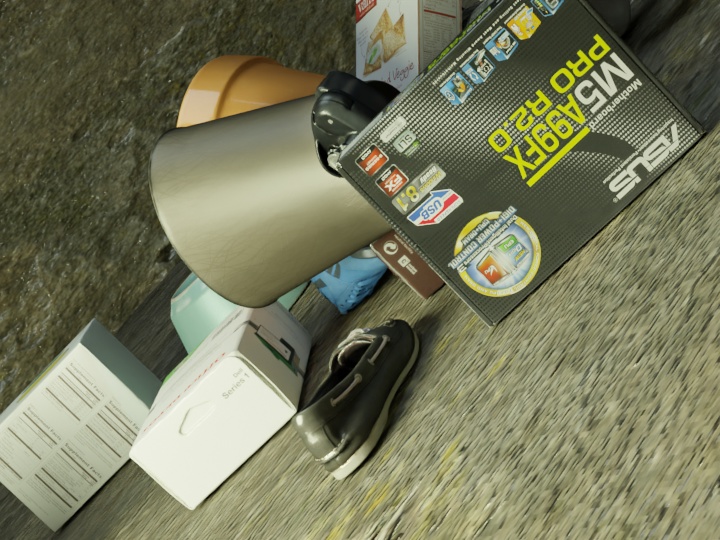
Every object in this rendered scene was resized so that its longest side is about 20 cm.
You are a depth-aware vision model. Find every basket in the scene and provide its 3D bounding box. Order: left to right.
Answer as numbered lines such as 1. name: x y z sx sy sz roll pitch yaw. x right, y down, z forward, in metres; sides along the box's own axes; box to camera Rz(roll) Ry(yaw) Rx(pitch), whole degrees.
1. basket: -0.047 -0.070 1.138 0.199 0.181 0.137 -18 32 38

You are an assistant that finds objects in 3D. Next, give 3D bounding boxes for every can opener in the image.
1. can opener: 0.046 -0.071 1.014 0.079 0.199 0.063 -58 10 -23

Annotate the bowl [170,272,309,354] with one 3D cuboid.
1. bowl: -0.161 0.032 1.724 0.201 0.105 0.201 -43 10 10

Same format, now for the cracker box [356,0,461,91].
1. cracker box: 0.048 -0.212 1.409 0.134 0.057 0.202 -26 60 59

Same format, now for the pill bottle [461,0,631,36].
1. pill bottle: 0.165 -0.230 1.382 0.200 0.116 0.117 -37 13 43

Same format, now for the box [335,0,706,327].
1. box: 0.106 -0.086 0.939 0.200 0.160 0.044 -42 9 14

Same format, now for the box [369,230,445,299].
1. box: 0.103 -0.078 1.171 0.200 0.075 0.100 -45 10 18

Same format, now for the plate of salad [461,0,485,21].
1. plate of salad: 0.130 -0.246 1.525 0.198 0.048 0.201 -23 -25 -11

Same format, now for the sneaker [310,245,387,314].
1. sneaker: 0.000 0.000 1.328 0.065 0.079 0.200 -17 4 -19

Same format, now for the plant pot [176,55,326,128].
1. plant pot: -0.067 -0.108 1.327 0.139 0.202 0.201 2 37 28

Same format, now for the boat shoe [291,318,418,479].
1. boat shoe: -0.003 0.077 1.033 0.067 0.057 0.200 -41 11 26

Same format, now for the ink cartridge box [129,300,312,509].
1. ink cartridge box: -0.127 0.116 1.307 0.146 0.084 0.200 -44 11 14

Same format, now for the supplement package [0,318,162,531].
1. supplement package: -0.369 0.197 1.787 0.200 0.151 0.152 -45 10 4
